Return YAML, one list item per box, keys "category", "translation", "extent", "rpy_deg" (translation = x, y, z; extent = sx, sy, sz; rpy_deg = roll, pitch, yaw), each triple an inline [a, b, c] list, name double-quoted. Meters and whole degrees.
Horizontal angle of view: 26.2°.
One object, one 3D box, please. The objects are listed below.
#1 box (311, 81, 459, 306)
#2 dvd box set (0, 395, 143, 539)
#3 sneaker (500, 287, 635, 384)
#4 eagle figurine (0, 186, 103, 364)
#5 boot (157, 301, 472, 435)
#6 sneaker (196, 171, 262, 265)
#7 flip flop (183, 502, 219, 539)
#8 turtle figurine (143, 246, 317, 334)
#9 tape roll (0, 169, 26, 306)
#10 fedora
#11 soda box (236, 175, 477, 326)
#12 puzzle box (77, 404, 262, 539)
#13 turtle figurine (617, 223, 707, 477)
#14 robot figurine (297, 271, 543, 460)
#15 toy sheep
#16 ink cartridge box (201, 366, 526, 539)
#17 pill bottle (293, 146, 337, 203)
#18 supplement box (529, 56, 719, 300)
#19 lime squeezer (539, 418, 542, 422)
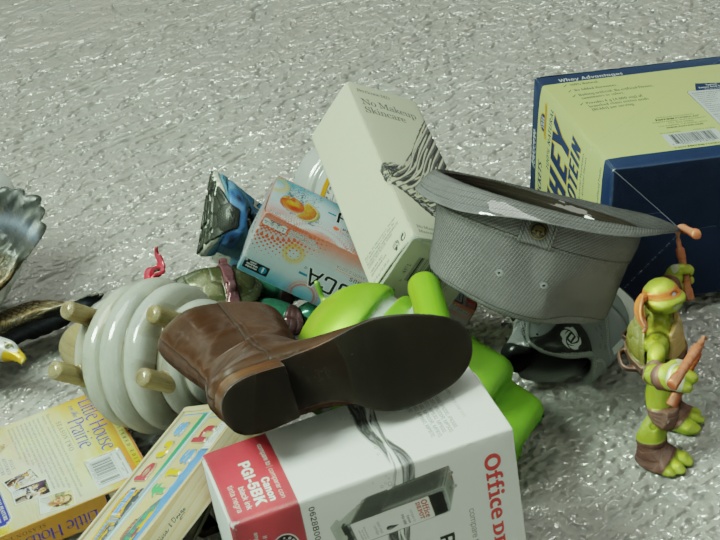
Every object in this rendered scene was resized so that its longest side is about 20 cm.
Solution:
- category: "box"
  translation: [0.030, -0.066, 1.297]
  extent: [0.082, 0.069, 0.201]
  rpy_deg: [12, 39, -33]
- category: "dvd box set"
  translation: [-0.276, 0.174, 1.241]
  extent: [0.199, 0.030, 0.146]
  rpy_deg: [-22, 33, -17]
- category: "sneaker"
  translation: [0.129, 0.022, 1.277]
  extent: [0.199, 0.075, 0.116]
  rpy_deg: [34, 52, 12]
- category: "eagle figurine"
  translation: [-0.339, 0.045, 1.368]
  extent: [0.150, 0.152, 0.200]
  rpy_deg: [33, 59, 0]
- category: "boot"
  translation: [-0.039, 0.051, 1.092]
  extent: [0.185, 0.065, 0.200]
  rpy_deg: [-10, 12, -16]
- category: "sneaker"
  translation: [-0.098, -0.043, 1.434]
  extent: [0.089, 0.079, 0.200]
  rpy_deg: [9, -3, 5]
- category: "flip flop"
  translation: [-0.112, 0.165, 1.183]
  extent: [0.081, 0.058, 0.200]
  rpy_deg: [-40, 9, 19]
- category: "turtle figurine"
  translation: [-0.117, 0.041, 1.349]
  extent: [0.199, 0.101, 0.150]
  rpy_deg: [-5, 43, -14]
- category: "tape roll"
  translation: [-0.415, -0.031, 1.450]
  extent: [0.201, 0.204, 0.071]
  rpy_deg: [-4, 31, 10]
- category: "fedora"
  translation: [0.132, -0.012, 1.166]
  extent: [0.199, 0.091, 0.177]
  rpy_deg: [12, 9, -10]
- category: "soda box"
  translation: [0.000, 0.000, 1.317]
  extent: [0.199, 0.069, 0.064]
  rpy_deg: [26, 33, -8]
- category: "puzzle box"
  translation: [-0.154, 0.176, 1.094]
  extent: [0.200, 0.025, 0.133]
  rpy_deg: [-52, 16, -24]
- category: "turtle figurine"
  translation: [0.222, 0.070, 1.140]
  extent: [0.064, 0.162, 0.200]
  rpy_deg: [-2, 32, 11]
- category: "robot figurine"
  translation: [0.036, 0.087, 1.175]
  extent: [0.199, 0.176, 0.116]
  rpy_deg: [32, 35, 11]
- category: "toy sheep"
  translation: [-0.161, 0.069, 1.240]
  extent: [0.199, 0.139, 0.138]
  rpy_deg: [7, 35, 33]
- category: "ink cartridge box"
  translation: [0.008, 0.171, 1.053]
  extent: [0.199, 0.148, 0.083]
  rpy_deg: [-18, 33, -12]
- category: "pill bottle"
  translation: [0.025, -0.054, 1.445]
  extent: [0.112, 0.113, 0.200]
  rpy_deg: [-28, 36, -27]
- category: "supplement box"
  translation: [0.276, -0.085, 1.381]
  extent: [0.199, 0.135, 0.200]
  rpy_deg: [-7, 30, -11]
- category: "lime squeezer"
  translation: [0.060, 0.073, 1.270]
  extent: [0.199, 0.038, 0.071]
  rpy_deg: [10, 80, 28]
